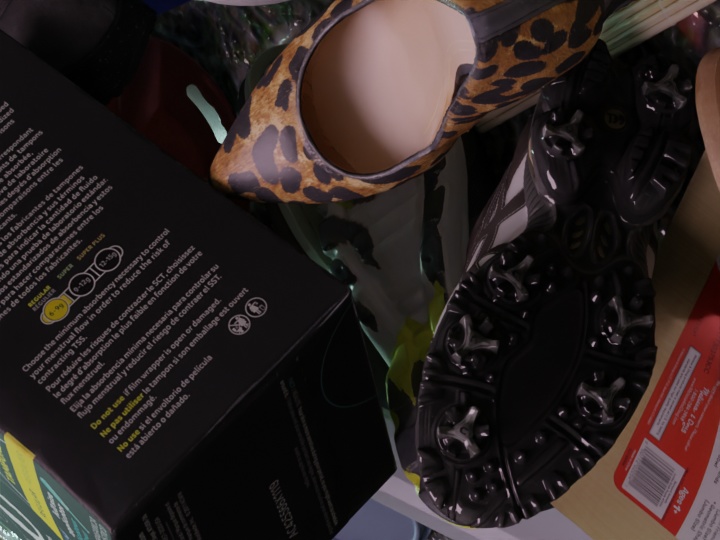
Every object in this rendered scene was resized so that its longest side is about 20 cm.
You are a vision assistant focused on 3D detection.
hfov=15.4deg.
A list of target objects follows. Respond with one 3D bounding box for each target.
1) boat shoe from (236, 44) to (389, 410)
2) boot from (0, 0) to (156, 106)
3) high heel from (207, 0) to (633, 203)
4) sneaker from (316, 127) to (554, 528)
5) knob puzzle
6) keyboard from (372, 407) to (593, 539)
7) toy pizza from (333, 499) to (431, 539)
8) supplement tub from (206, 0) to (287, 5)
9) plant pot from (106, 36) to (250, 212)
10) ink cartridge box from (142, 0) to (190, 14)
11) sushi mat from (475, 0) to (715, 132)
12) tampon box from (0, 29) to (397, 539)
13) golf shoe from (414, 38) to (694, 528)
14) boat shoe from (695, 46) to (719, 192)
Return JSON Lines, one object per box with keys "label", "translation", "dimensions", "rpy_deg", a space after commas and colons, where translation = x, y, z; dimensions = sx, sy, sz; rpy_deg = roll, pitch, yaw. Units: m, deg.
{"label": "boat shoe", "translation": [0.000, 0.000, 1.148], "dimensions": [0.202, 0.072, 0.061], "rpy_deg": [59, 145, 2]}
{"label": "boot", "translation": [-0.188, -0.111, 1.112], "dimensions": [0.131, 0.070, 0.199], "rpy_deg": [36, 143, -31]}
{"label": "high heel", "translation": [0.002, -0.064, 0.911], "dimensions": [0.199, 0.142, 0.072], "rpy_deg": [-27, 91, 27]}
{"label": "sneaker", "translation": [0.042, 0.011, 1.093], "dimensions": [0.074, 0.084, 0.201], "rpy_deg": [-25, 68, 37]}
{"label": "knob puzzle", "translation": [0.177, 0.072, 0.965], "dimensions": [0.219, 0.030, 0.221], "rpy_deg": [14, 113, 38]}
{"label": "keyboard", "translation": [0.033, 0.089, 1.129], "dimensions": [0.199, 0.011, 0.056], "rpy_deg": [26, 138, 5]}
{"label": "toy pizza", "translation": [-0.061, 0.088, 1.253], "dimensions": [0.199, 0.032, 0.200], "rpy_deg": [13, 155, 6]}
{"label": "supplement tub", "translation": [-0.023, -0.177, 0.980], "dimensions": [0.200, 0.145, 0.146], "rpy_deg": [-8, 106, 58]}
{"label": "plant pot", "translation": [-0.164, -0.029, 1.276], "dimensions": [0.195, 0.200, 0.202], "rpy_deg": [-6, 108, 48]}
{"label": "ink cartridge box", "translation": [-0.095, -0.200, 1.121], "dimensions": [0.044, 0.094, 0.201], "rpy_deg": [38, 140, 34]}
{"label": "sushi mat", "translation": [0.075, -0.122, 1.003], "dimensions": [0.096, 0.012, 0.200], "rpy_deg": [63, 149, 0]}
{"label": "tampon box", "translation": [-0.106, 0.033, 1.040], "dimensions": [0.200, 0.126, 0.150], "rpy_deg": [36, 161, 27]}
{"label": "golf shoe", "translation": [0.069, 0.015, 0.967], "dimensions": [0.077, 0.201, 0.095], "rpy_deg": [24, 152, 1]}
{"label": "boat shoe", "translation": [0.172, 0.008, 0.878], "dimensions": [0.070, 0.070, 0.201], "rpy_deg": [-22, 89, 44]}
